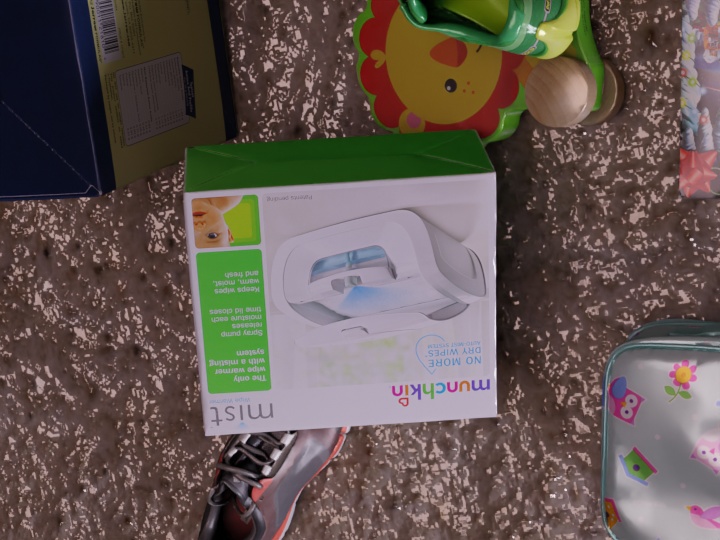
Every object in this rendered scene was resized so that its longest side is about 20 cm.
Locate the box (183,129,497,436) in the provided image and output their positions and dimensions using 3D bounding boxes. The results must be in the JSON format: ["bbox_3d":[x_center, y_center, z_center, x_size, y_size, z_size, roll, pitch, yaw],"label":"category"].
[{"bbox_3d":[-0.013,0.007,1.038,0.198,0.097,0.178,-3,112,-3],"label":"box"}]

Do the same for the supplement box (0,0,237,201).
[{"bbox_3d":[-0.200,-0.167,1.096,0.133,0.200,0.201,-1,105,23],"label":"supplement box"}]

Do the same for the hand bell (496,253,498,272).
[{"bbox_3d":[0.000,0.000,1.122,0.199,0.104,0.105,-6,96,12],"label":"hand bell"}]

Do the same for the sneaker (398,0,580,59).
[{"bbox_3d":[0.049,-0.197,0.998,0.199,0.083,0.074,32,115,32],"label":"sneaker"}]

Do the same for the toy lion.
[{"bbox_3d":[0.083,-0.176,1.061,0.191,0.069,0.202,9,102,31],"label":"toy lion"}]

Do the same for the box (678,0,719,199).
[{"bbox_3d":[0.302,-0.112,0.979,0.199,0.040,0.138,3,100,24],"label":"box"}]

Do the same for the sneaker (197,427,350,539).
[{"bbox_3d":[-0.067,0.140,1.162,0.077,0.082,0.201,26,108,18],"label":"sneaker"}]

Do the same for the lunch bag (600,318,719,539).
[{"bbox_3d":[0.258,0.109,1.014,0.199,0.077,0.162,3,98,24],"label":"lunch bag"}]
